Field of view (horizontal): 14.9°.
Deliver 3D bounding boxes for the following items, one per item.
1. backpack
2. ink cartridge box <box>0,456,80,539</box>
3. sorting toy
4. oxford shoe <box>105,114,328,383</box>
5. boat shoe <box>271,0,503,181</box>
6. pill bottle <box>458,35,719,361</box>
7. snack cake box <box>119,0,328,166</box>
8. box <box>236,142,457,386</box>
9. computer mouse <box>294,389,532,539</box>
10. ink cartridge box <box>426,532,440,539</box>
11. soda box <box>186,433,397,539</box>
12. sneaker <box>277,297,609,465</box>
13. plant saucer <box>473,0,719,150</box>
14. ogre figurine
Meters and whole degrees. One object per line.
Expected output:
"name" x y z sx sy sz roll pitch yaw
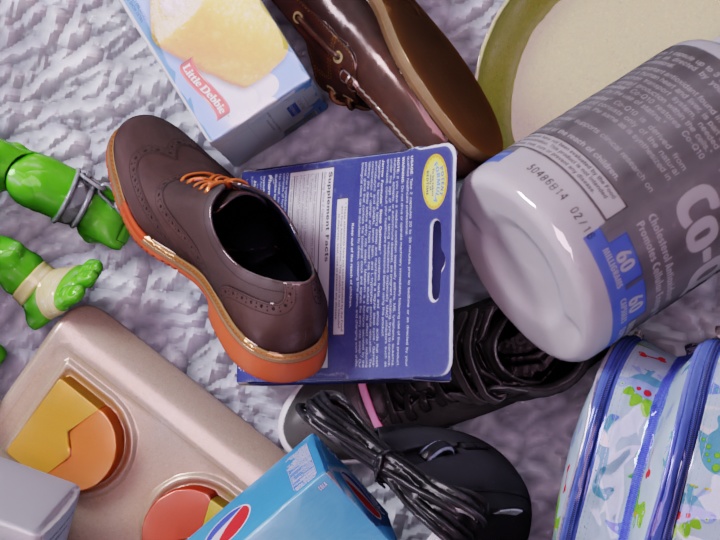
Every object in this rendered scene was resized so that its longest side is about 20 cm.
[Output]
"backpack" 0.177 0.119 1.422 0.146 0.200 0.184 14 88 6
"ink cartridge box" -0.252 0.193 1.484 0.146 0.086 0.201 19 108 6
"sorting toy" -0.143 0.149 1.523 0.185 0.036 0.200 37 95 7
"oxford shoe" -0.073 -0.031 1.473 0.071 0.073 0.200 -20 50 -28
"boat shoe" 0.004 -0.124 1.516 0.070 0.070 0.200 -41 66 23
"pill bottle" 0.159 -0.049 1.424 0.200 0.114 0.114 -32 83 -20
"snack cake box" -0.101 -0.161 1.510 0.067 0.115 0.200 -33 84 2
"box" 0.000 0.000 1.463 0.032 0.200 0.122 5 85 -34
"computer mouse" 0.062 0.118 1.422 0.140 0.200 0.046 40 92 35
"ink cartridge box" 0.095 0.228 1.449 0.200 0.146 0.084 39 91 7
"soda box" -0.075 0.182 1.467 0.200 0.064 0.068 -41 107 5
"sneaker" 0.043 0.053 1.490 0.199 0.099 0.071 -20 86 5
"plant saucer" 0.162 -0.091 1.524 0.199 0.031 0.201 0 86 6
"ogre figurine" -0.229 0.002 1.524 0.200 0.098 0.120 -42 101 16
